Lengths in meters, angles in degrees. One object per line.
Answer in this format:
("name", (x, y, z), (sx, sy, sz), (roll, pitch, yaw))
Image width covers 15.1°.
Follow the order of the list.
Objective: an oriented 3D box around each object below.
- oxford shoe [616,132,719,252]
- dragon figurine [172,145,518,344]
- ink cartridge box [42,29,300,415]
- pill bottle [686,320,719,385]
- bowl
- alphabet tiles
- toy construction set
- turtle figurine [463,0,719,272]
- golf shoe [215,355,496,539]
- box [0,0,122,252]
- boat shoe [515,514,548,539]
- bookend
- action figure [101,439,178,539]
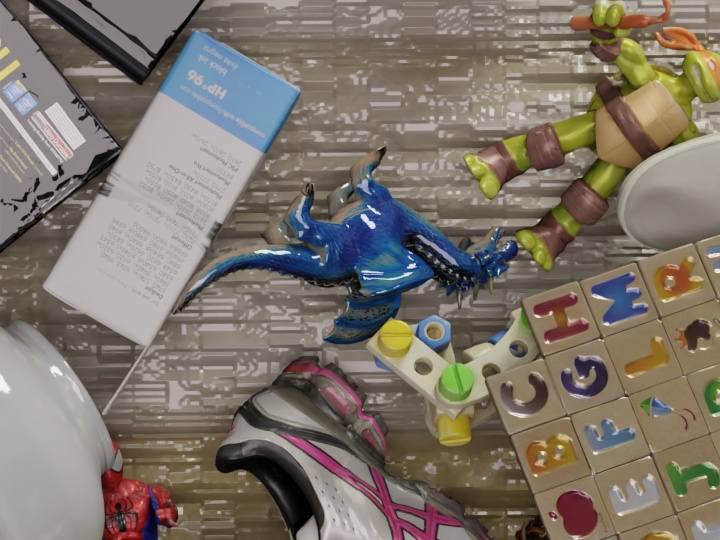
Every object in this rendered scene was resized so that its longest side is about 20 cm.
("oxford shoe", (0.239, -0.033, 1.464), (0.200, 0.058, 0.075), (2, 118, 1))
("dragon figurine", (0.000, 0.000, 1.460), (0.200, 0.059, 0.099), (-29, 79, -42))
("ink cartridge box", (-0.111, -0.027, 1.472), (0.068, 0.116, 0.200), (31, 91, -2))
("pill bottle", (0.265, 0.055, 1.490), (0.200, 0.113, 0.113), (-4, 93, -2))
("bowl", (-0.195, 0.089, 1.453), (0.090, 0.201, 0.201), (-35, 94, -20))
("alphabet tiles", (0.174, 0.070, 1.414), (0.200, 0.006, 0.167), (-18, 75, -11))
("toy construction set", (0.097, 0.100, 1.441), (0.131, 0.092, 0.200), (-20, 84, -16))
("turtle figurine", (0.139, -0.084, 1.500), (0.161, 0.064, 0.200), (-34, 115, 8))
("golf shoe", (0.004, 0.146, 1.493), (0.200, 0.073, 0.092), (46, 58, 3))
("box", (-0.253, -0.093, 1.499), (0.160, 0.049, 0.200), (-39, 93, -2))
("boat shoe", (0.118, 0.167, 1.512), (0.070, 0.070, 0.200), (2, 93, -6))
("bookend", (-0.093, -0.202, 1.423), (0.092, 0.199, 0.200), (37, 92, -5))
("action figure", (-0.117, 0.191, 1.496), (0.065, 0.099, 0.200), (-15, 91, -2))
